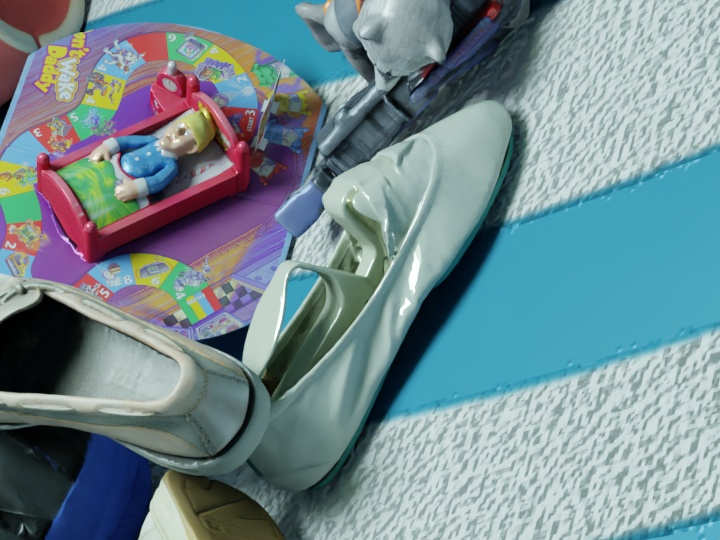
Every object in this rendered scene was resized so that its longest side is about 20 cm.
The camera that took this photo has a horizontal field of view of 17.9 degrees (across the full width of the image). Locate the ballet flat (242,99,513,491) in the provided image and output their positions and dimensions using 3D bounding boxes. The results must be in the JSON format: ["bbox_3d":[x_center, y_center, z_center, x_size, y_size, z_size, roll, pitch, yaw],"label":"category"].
[{"bbox_3d":[0.000,0.000,0.997,0.069,0.069,0.200,13,71,60],"label":"ballet flat"}]

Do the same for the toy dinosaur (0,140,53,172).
[{"bbox_3d":[-0.203,0.000,1.227,0.182,0.105,0.200,-65,25,14],"label":"toy dinosaur"}]

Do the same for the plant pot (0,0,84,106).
[{"bbox_3d":[-0.295,-0.176,1.523,0.177,0.200,0.201,-23,41,29],"label":"plant pot"}]

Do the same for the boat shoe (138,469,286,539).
[{"bbox_3d":[-0.051,0.159,0.915,0.069,0.074,0.200,-61,25,17],"label":"boat shoe"}]

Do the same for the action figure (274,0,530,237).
[{"bbox_3d":[0.000,-0.123,1.091,0.200,0.105,0.193,-48,19,7],"label":"action figure"}]

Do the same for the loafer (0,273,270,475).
[{"bbox_3d":[-0.133,0.035,0.980,0.200,0.063,0.072,13,73,30],"label":"loafer"}]

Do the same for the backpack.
[{"bbox_3d":[-0.201,0.102,1.103,0.200,0.168,0.163,13,69,24],"label":"backpack"}]

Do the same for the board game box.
[{"bbox_3d":[-0.106,-0.058,1.131,0.039,0.158,0.200,98,-175,-55],"label":"board game box"}]
